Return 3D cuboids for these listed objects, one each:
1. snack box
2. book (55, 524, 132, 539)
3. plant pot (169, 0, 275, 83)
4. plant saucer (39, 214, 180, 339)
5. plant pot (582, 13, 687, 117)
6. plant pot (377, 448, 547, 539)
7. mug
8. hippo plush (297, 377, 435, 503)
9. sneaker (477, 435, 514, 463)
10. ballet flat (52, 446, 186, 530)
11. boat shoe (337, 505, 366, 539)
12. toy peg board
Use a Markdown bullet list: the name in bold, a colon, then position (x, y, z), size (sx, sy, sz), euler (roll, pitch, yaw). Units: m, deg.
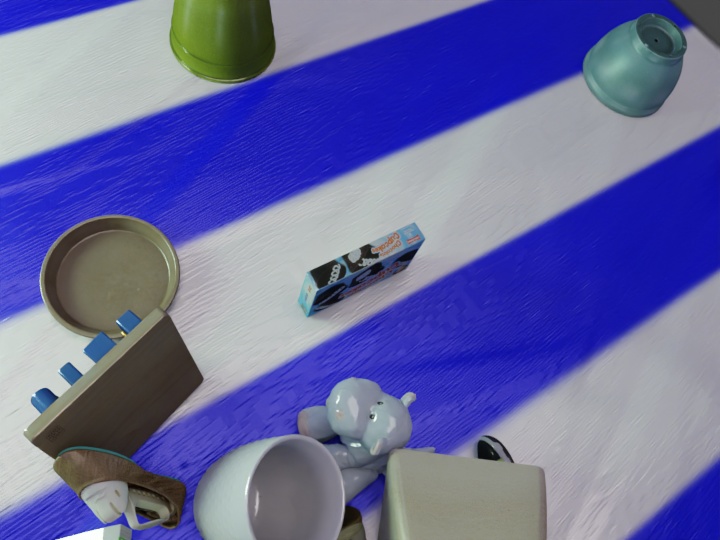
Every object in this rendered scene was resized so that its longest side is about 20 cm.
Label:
- **snack box**: position (0.000, 0.000, 0.964), size (0.198, 0.116, 0.037), euler (-26, 74, -21)
- **book**: position (-0.330, 0.407, 0.685), size (0.132, 0.048, 0.202), euler (-19, 48, 9)
- **plant pot**: position (-0.241, -0.476, 1.073), size (0.198, 0.193, 0.203), euler (5, 65, -11)
- **plant saucer**: position (-0.375, 0.010, 0.923), size (0.197, 0.030, 0.202), euler (5, 65, -11)
- **plant pot**: position (0.593, -0.447, 1.283), size (0.198, 0.134, 0.203), euler (4, 66, -10)
- **plant pot**: position (0.118, 0.361, 0.726), size (0.197, 0.202, 0.177), euler (7, 25, 3)
- **mug**: position (-0.134, 0.311, 0.750), size (0.147, 0.174, 0.202), euler (37, 51, -28)
- **hippo plush**: position (0.003, 0.236, 0.831), size (0.199, 0.161, 0.160), euler (34, 62, 8)
- **sneaker**: position (0.188, 0.343, 0.882), size (0.082, 0.072, 0.202), euler (-4, 68, -13)
- **ballet flat**: position (-0.285, 0.277, 0.745), size (0.067, 0.200, 0.073), euler (-30, 49, 7)
- **boat shoe**: position (-0.083, 0.385, 0.808), size (0.199, 0.073, 0.064), euler (-19, 103, -25)
- **toy peg board**: position (-0.328, 0.148, 0.791), size (0.097, 0.200, 0.200), euler (32, 63, 20)
